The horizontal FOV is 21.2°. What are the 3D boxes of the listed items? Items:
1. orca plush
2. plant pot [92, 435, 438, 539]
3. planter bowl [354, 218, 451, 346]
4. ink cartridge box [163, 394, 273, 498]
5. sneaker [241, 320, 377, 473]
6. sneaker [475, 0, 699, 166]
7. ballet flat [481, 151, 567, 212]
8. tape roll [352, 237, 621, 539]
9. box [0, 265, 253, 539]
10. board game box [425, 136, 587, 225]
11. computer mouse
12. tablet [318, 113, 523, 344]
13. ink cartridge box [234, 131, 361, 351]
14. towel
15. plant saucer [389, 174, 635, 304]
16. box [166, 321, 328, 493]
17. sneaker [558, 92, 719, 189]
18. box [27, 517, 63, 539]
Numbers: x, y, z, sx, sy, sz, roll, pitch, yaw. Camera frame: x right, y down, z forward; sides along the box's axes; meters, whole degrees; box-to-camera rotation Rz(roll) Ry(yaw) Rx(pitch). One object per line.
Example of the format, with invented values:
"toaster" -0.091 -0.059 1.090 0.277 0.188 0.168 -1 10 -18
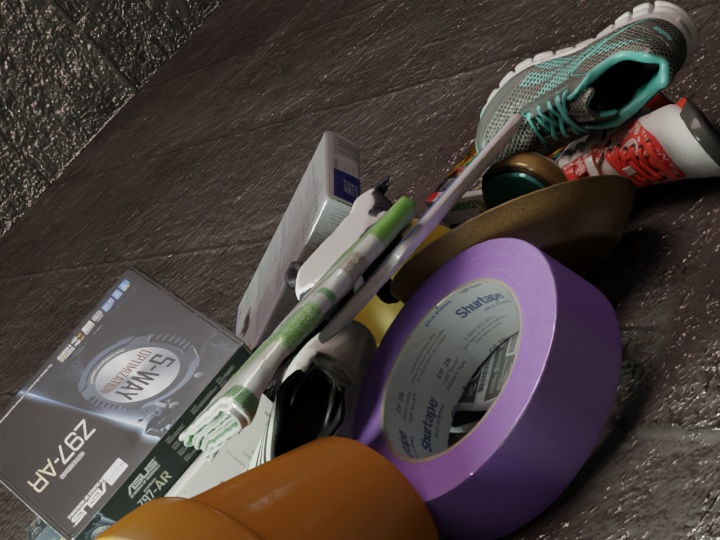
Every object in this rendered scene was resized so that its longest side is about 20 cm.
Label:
"orca plush" 0.000 0.000 1.527 0.105 0.071 0.200 -31 14 10
"plant pot" -0.050 0.206 1.227 0.183 0.201 0.200 -36 10 -37
"planter bowl" 0.032 0.017 1.628 0.200 0.083 0.201 -39 18 15
"ink cartridge box" -0.123 0.204 1.483 0.200 0.083 0.147 -50 1 -19
"sneaker" -0.021 0.092 1.388 0.201 0.075 0.116 -63 1 -42
"sneaker" 0.167 -0.135 1.487 0.200 0.078 0.091 -33 15 26
"ballet flat" 0.128 -0.057 1.495 0.063 0.068 0.200 -58 -6 -20
"tape roll" 0.083 0.080 1.304 0.200 0.066 0.201 -39 33 31
"box" -0.190 0.110 1.496 0.200 0.044 0.160 -49 46 -10
"board game box" 0.151 -0.101 1.721 0.126 0.035 0.200 -50 18 -20
"computer mouse" 0.075 0.091 1.419 0.200 0.044 0.110 -18 47 50
"tablet" 0.046 -0.032 1.413 0.200 0.014 0.130 -49 0 -44
"ink cartridge box" -0.056 -0.007 1.736 0.197 0.043 0.201 -94 28 -69
"towel" -0.040 0.043 1.336 0.200 0.031 0.149 -49 3 -22
"plant saucer" 0.120 -0.008 1.435 0.199 0.036 0.200 -21 -16 -6
"box" -0.088 0.117 1.716 0.157 0.051 0.200 -33 21 29
"sneaker" 0.215 -0.080 1.474 0.108 0.067 0.201 -39 13 3
"box" -0.209 0.179 1.607 0.158 0.051 0.200 -50 6 -10
